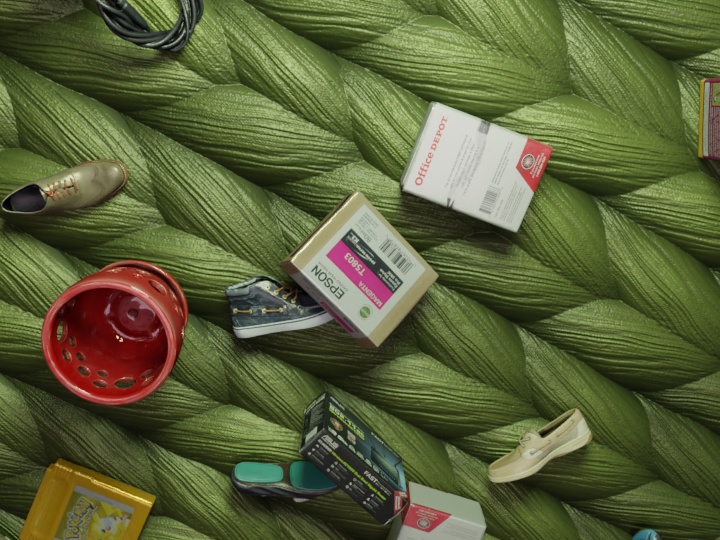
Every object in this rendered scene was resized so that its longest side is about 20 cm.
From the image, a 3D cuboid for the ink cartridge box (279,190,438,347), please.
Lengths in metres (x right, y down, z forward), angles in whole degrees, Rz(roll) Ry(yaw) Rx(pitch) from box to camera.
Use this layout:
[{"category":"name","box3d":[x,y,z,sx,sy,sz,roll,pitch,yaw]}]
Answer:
[{"category":"ink cartridge box","box3d":[0.000,0.000,1.131,0.200,0.075,0.165,45,73,-11]}]

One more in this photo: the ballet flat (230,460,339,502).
[{"category":"ballet flat","box3d":[-0.134,0.380,1.261,0.199,0.073,0.073,6,104,-9]}]

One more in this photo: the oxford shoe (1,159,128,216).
[{"category":"oxford shoe","box3d":[-0.470,-0.124,1.119,0.199,0.075,0.071,-20,103,3]}]

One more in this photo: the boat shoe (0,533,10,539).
[{"category":"boat shoe","box3d":[-0.669,0.516,1.287,0.073,0.063,0.200,-37,106,-19]}]

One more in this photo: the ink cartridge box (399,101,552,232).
[{"category":"ink cartridge box","box3d":[0.178,-0.166,1.118,0.199,0.084,0.145,20,103,-7]}]

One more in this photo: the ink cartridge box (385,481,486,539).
[{"category":"ink cartridge box","box3d":[0.123,0.509,1.284,0.145,0.083,0.201,18,103,-5]}]

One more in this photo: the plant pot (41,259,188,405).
[{"category":"plant pot","box3d":[-0.374,0.089,1.118,0.200,0.183,0.201,0,103,-1]}]

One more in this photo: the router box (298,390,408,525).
[{"category":"router box","box3d":[-0.011,0.315,1.199,0.200,0.150,0.062,44,99,-11]}]

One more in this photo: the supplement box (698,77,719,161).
[{"category":"supplement box","box3d":[0.604,-0.228,1.053,0.103,0.200,0.131,-5,105,0]}]

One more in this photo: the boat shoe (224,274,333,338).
[{"category":"boat shoe","box3d":[-0.126,0.049,1.171,0.200,0.071,0.091,-12,107,4]}]

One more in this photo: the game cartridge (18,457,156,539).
[{"category":"game cartridge","box3d":[-0.499,0.453,1.284,0.200,0.032,0.177,24,102,-8]}]

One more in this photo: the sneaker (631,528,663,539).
[{"category":"sneaker","box3d":[0.559,0.567,1.325,0.082,0.073,0.201,-13,110,-15]}]

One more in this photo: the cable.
[{"category":"cable","box3d":[-0.314,-0.412,1.021,0.163,0.051,0.200,-43,129,-33]}]

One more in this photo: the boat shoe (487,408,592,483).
[{"category":"boat shoe","box3d":[0.310,0.311,1.250,0.200,0.072,0.065,-27,94,3]}]
